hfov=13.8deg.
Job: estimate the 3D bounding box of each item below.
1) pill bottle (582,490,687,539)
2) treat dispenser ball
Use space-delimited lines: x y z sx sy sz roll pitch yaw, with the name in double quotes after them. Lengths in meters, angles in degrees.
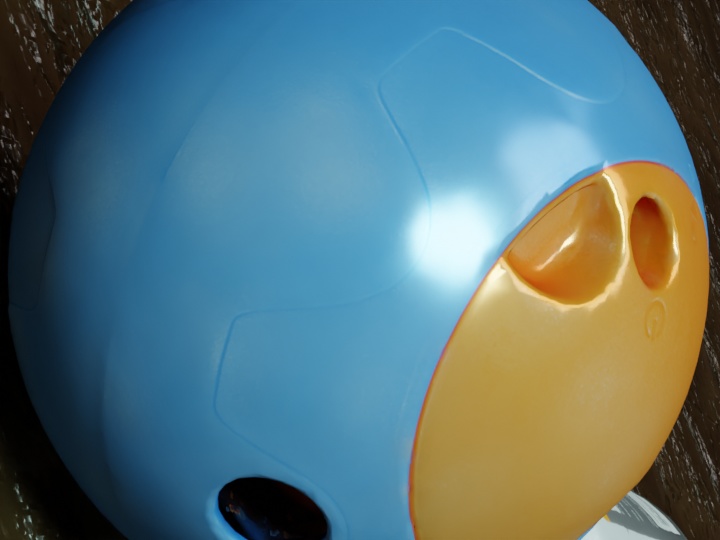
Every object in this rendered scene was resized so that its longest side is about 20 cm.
0.063 0.127 1.082 0.200 0.116 0.117 27 43 -67 "pill bottle"
0.000 0.000 0.857 0.201 0.200 0.201 58 19 -32 "treat dispenser ball"
